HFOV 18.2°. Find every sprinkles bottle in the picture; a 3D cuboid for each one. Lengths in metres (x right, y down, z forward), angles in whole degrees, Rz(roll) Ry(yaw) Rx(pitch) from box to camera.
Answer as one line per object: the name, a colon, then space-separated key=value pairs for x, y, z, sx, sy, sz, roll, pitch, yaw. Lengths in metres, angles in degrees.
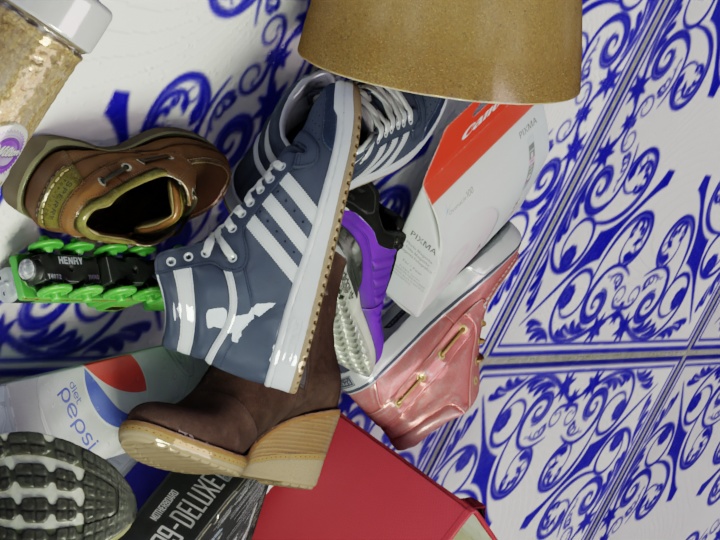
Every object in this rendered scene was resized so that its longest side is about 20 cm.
sprinkles bottle: x=-0.217 y=-0.078 z=1.243 sx=0.200 sy=0.068 sz=0.068 roll=-57 pitch=154 yaw=0

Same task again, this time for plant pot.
plant pot: x=0.065 y=-0.225 z=1.449 sx=0.186 sy=0.186 sz=0.200 roll=-15 pitch=118 yaw=-54

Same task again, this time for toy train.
toy train: x=-0.158 y=0.006 z=1.451 sx=0.056 sy=0.042 sz=0.200 roll=-20 pitch=167 yaw=33

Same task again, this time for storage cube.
storage cube: x=-0.007 y=0.235 z=1.815 sx=0.200 sy=0.180 sz=0.171 roll=-52 pitch=153 yaw=-9

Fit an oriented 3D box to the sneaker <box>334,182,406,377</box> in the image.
sneaker: x=0.000 y=0.000 z=1.699 sx=0.100 sy=0.070 sz=0.200 roll=-53 pitch=156 yaw=-23

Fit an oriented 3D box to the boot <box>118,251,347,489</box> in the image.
boot: x=-0.081 y=0.053 z=1.484 sx=0.200 sy=0.072 sz=0.167 roll=17 pitch=76 yaw=-54

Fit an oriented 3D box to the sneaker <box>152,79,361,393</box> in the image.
sneaker: x=-0.067 y=-0.032 z=1.412 sx=0.070 sy=0.108 sz=0.200 roll=109 pitch=-5 yaw=-85

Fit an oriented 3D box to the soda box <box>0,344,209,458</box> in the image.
soda box: x=-0.180 y=0.093 z=1.471 sx=0.200 sy=0.068 sz=0.064 roll=-12 pitch=89 yaw=-55

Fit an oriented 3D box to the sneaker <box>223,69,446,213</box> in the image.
sneaker: x=0.001 y=-0.106 z=1.532 sx=0.200 sy=0.070 sz=0.109 roll=-36 pitch=171 yaw=-32

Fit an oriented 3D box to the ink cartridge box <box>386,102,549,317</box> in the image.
ink cartridge box: x=0.096 y=-0.075 z=1.733 sx=0.163 sy=0.057 sz=0.200 roll=-45 pitch=171 yaw=-37

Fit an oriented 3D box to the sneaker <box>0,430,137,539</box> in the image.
sneaker: x=-0.217 y=0.142 z=1.360 sx=0.089 sy=0.200 sz=0.077 roll=31 pitch=60 yaw=-64

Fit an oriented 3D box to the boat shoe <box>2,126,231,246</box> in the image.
boat shoe: x=-0.137 y=-0.044 z=1.415 sx=0.200 sy=0.068 sz=0.072 roll=-11 pitch=128 yaw=-56

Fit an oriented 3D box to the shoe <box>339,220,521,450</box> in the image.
shoe: x=0.074 y=0.054 z=1.837 sx=0.200 sy=0.071 sz=0.091 roll=-43 pitch=108 yaw=-18

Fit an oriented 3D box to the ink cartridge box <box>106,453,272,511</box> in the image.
ink cartridge box: x=-0.131 y=0.150 z=1.665 sx=0.200 sy=0.043 sz=0.198 roll=-45 pitch=151 yaw=-19

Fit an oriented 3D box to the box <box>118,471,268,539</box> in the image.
box: x=-0.131 y=0.205 z=1.553 sx=0.200 sy=0.050 sz=0.158 roll=-51 pitch=166 yaw=-43
